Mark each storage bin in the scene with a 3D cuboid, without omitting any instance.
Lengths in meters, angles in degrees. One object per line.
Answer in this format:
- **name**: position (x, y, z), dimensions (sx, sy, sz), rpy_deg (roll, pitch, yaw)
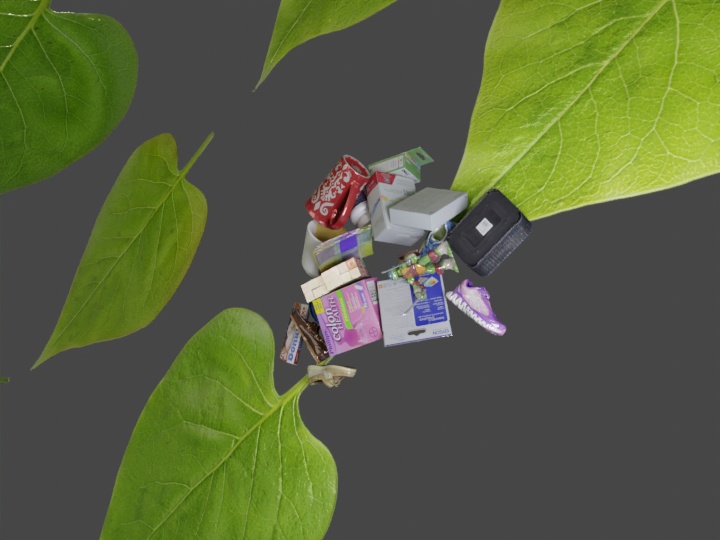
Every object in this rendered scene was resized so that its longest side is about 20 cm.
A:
- **storage bin**: position (0.351, -0.102, 1.500), dimensions (0.200, 0.093, 0.136), rpy_deg (-47, 52, 15)

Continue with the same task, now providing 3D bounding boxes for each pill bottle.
- **pill bottle**: position (0.003, -0.211, 1.796), dimensions (0.111, 0.111, 0.202), rpy_deg (-40, 54, 19)

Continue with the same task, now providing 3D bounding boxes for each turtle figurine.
- **turtle figurine**: position (0.171, 0.014, 1.496), dimensions (0.190, 0.200, 0.147), rpy_deg (-22, 98, 10)

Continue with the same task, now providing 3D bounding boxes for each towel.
- **towel**: position (-0.050, -0.057, 1.674), dimensions (0.196, 0.145, 0.023), rpy_deg (-23, 56, -13)

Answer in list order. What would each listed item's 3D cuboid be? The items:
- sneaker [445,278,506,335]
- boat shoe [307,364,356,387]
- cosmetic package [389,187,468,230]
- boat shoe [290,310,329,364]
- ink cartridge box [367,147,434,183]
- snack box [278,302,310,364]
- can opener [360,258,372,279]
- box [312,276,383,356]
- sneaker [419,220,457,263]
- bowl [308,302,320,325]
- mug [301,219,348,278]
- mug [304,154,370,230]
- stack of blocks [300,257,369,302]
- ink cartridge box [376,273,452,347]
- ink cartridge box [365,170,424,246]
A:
- **sneaker**: position (0.320, 0.092, 1.467), dimensions (0.089, 0.080, 0.200), rpy_deg (-49, 50, 2)
- **boat shoe**: position (-0.090, 0.329, 1.701), dimensions (0.197, 0.073, 0.068), rpy_deg (-11, 70, 45)
- **cosmetic package**: position (0.200, -0.182, 1.589), dimensions (0.149, 0.199, 0.053), rpy_deg (12, 122, 40)
- **boat shoe**: position (-0.158, 0.207, 1.792), dimensions (0.070, 0.070, 0.201), rpy_deg (-37, 68, 0)
- **ink cartridge box**: position (0.127, -0.315, 1.742), dimensions (0.196, 0.103, 0.061), rpy_deg (-13, 66, 33)
- **snack box**: position (-0.222, 0.214, 1.869), dimensions (0.071, 0.024, 0.205), rpy_deg (6, 77, 37)
- **can opener**: position (0.000, 0.000, 1.761), dimensions (0.052, 0.066, 0.203), rpy_deg (-35, 63, 16)
- **box**: position (-0.021, 0.139, 1.654), dimensions (0.197, 0.096, 0.180), rpy_deg (-22, 84, 28)
- **sneaker**: position (0.208, -0.068, 1.607), dimensions (0.076, 0.076, 0.202), rpy_deg (43, 103, 37)
- **bowl**: position (-0.085, 0.090, 1.800), dimensions (0.197, 0.039, 0.206), rpy_deg (-14, 65, 33)
- **mug**: position (-0.108, -0.061, 1.770), dimensions (0.149, 0.184, 0.155), rpy_deg (45, 127, 31)
- **mug**: position (-0.054, -0.231, 1.699), dimensions (0.178, 0.132, 0.201), rpy_deg (50, 116, 22)
- **stack of blocks**: position (-0.081, 0.032, 1.683), dimensions (0.197, 0.115, 0.060), rpy_deg (-26, 82, 13)
- **ink cartridge box**: position (0.152, 0.111, 1.564), dimensions (0.193, 0.047, 0.205), rpy_deg (-10, 65, 9)
- **ink cartridge box**: position (0.103, -0.187, 1.677), dimensions (0.083, 0.143, 0.204), rpy_deg (-42, 49, 49)
